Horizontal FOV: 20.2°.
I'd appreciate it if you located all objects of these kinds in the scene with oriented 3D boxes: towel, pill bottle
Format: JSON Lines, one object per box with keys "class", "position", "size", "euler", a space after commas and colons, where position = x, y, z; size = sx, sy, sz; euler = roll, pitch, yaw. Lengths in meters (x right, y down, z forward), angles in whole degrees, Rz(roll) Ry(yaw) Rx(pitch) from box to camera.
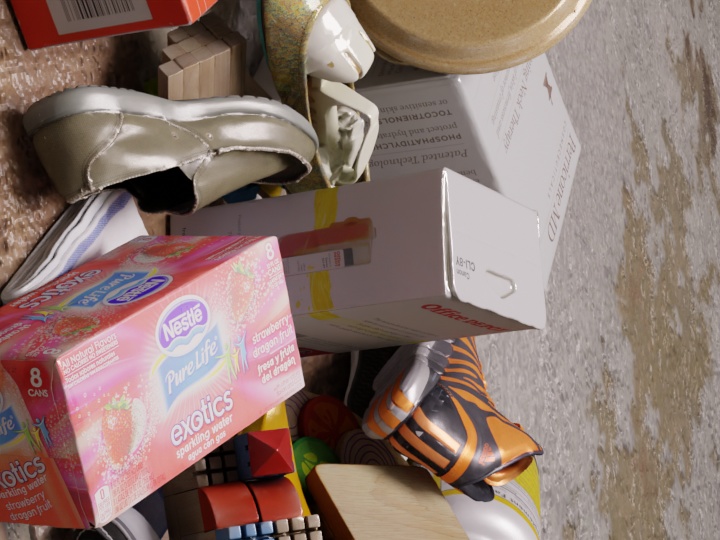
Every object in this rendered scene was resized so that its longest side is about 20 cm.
{"class": "towel", "position": [-0.139, 0.056, 1.193], "size": [0.147, 0.024, 0.200], "euler": [-59, 135, -52]}
{"class": "pill bottle", "position": [0.075, 0.191, 1.458], "size": [0.200, 0.111, 0.111], "euler": [-80, 154, -65]}

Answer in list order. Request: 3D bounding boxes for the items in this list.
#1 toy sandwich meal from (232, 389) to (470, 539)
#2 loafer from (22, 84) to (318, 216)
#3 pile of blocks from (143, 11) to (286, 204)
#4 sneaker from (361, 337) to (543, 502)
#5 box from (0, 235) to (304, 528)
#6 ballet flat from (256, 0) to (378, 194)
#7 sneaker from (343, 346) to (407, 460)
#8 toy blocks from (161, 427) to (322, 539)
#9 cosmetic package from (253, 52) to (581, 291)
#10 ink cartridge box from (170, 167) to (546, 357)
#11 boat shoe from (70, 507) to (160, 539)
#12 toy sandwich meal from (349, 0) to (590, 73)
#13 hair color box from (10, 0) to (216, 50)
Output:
{"class": "toy sandwich meal", "position": [-0.004, 0.148, 1.304], "size": [0.205, 0.070, 0.205], "euler": [29, 36, -23]}
{"class": "loafer", "position": [-0.107, -0.062, 1.188], "size": [0.200, 0.075, 0.070], "euler": [1, 73, -40]}
{"class": "pile of blocks", "position": [-0.096, -0.098, 1.305], "size": [0.062, 0.082, 0.200], "euler": [47, -6, 31]}
{"class": "sneaker", "position": [0.068, 0.096, 1.378], "size": [0.112, 0.078, 0.200], "euler": [40, 25, -5]}
{"class": "box", "position": [-0.128, 0.054, 1.084], "size": [0.200, 0.102, 0.095], "euler": [-32, 117, -52]}
{"class": "ballet flat", "position": [-0.021, -0.118, 1.257], "size": [0.071, 0.071, 0.200], "euler": [-70, 163, -44]}
{"class": "sneaker", "position": [0.021, 0.080, 1.500], "size": [0.200, 0.073, 0.085], "euler": [-68, 165, -49]}
{"class": "toy blocks", "position": [-0.062, 0.168, 1.127], "size": [0.100, 0.137, 0.200], "euler": [-5, 81, -22]}
{"class": "cosmetic package", "position": [0.042, -0.102, 1.457], "size": [0.167, 0.166, 0.200], "euler": [-71, 146, -44]}
{"class": "ink cartridge box", "position": [0.000, 0.000, 1.288], "size": [0.145, 0.200, 0.084], "euler": [18, 67, -59]}
{"class": "boat shoe", "position": [-0.138, 0.230, 1.105], "size": [0.066, 0.070, 0.200], "euler": [-6, 91, -56]}
{"class": "toy sandwich meal", "position": [0.067, -0.216, 1.340], "size": [0.070, 0.205, 0.206], "euler": [95, -4, -73]}
{"class": "hair color box", "position": [-0.117, -0.201, 1.206], "size": [0.200, 0.111, 0.064], "euler": [-56, 134, -54]}
